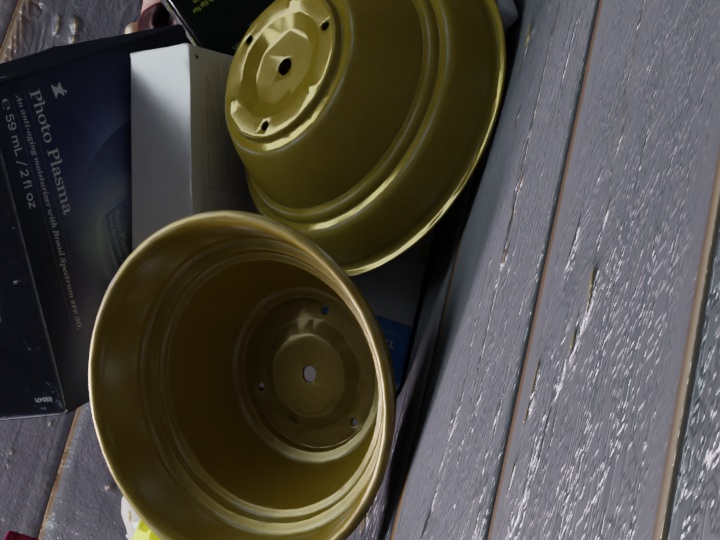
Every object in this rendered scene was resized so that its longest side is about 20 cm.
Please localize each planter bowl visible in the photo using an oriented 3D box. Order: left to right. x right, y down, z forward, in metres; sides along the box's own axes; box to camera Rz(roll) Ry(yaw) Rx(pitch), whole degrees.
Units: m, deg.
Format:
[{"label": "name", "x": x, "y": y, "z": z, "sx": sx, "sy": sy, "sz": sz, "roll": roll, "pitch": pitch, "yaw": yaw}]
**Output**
[{"label": "planter bowl", "x": -0.047, "y": 0.063, "z": 1.394, "sx": 0.083, "sy": 0.200, "sz": 0.200, "roll": -14, "pitch": -53, "yaw": -57}, {"label": "planter bowl", "x": -0.018, "y": -0.103, "z": 1.433, "sx": 0.200, "sy": 0.083, "sz": 0.200, "roll": -25, "pitch": 52, "yaw": 38}]

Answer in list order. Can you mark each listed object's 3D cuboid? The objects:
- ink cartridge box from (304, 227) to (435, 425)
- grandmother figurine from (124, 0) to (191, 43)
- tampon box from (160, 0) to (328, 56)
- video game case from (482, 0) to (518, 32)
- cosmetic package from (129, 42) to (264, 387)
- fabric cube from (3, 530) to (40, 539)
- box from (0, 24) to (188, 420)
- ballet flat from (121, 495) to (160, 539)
[{"label": "ink cartridge box", "x": 0.000, "y": 0.000, "z": 1.545, "sx": 0.116, "sy": 0.067, "sz": 0.200, "roll": 118, "pitch": 168, "yaw": -59}, {"label": "grandmother figurine", "x": -0.135, "y": -0.179, "z": 1.778, "sx": 0.121, "sy": 0.061, "sz": 0.200, "roll": 126, "pitch": 147, "yaw": -64}, {"label": "tampon box", "x": -0.066, "y": -0.215, "z": 1.660, "sx": 0.150, "sy": 0.200, "sz": 0.126, "roll": -35, "pitch": -11, "yaw": -1}, {"label": "video game case", "x": 0.011, "y": -0.120, "z": 1.512, "sx": 0.200, "sy": 0.017, "sz": 0.143, "roll": -47, "pitch": 30, "yaw": 21}, {"label": "cosmetic package", "x": -0.097, "y": -0.030, "z": 1.509, "sx": 0.083, "sy": 0.051, "sz": 0.200, "roll": 12, "pitch": -105, "yaw": -58}, {"label": "fabric cube", "x": -0.151, "y": 0.291, "z": 1.496, "sx": 0.196, "sy": 0.199, "sz": 0.200, "roll": -109, "pitch": 36, "yaw": -83}, {"label": "box", "x": -0.184, "y": -0.032, "z": 1.538, "sx": 0.198, "sy": 0.123, "sz": 0.200, "roll": -28, "pitch": -73, "yaw": -54}, {"label": "ballet flat", "x": -0.125, "y": 0.151, "z": 1.714, "sx": 0.067, "sy": 0.067, "sz": 0.200, "roll": 62, "pitch": -135, "yaw": -58}]
